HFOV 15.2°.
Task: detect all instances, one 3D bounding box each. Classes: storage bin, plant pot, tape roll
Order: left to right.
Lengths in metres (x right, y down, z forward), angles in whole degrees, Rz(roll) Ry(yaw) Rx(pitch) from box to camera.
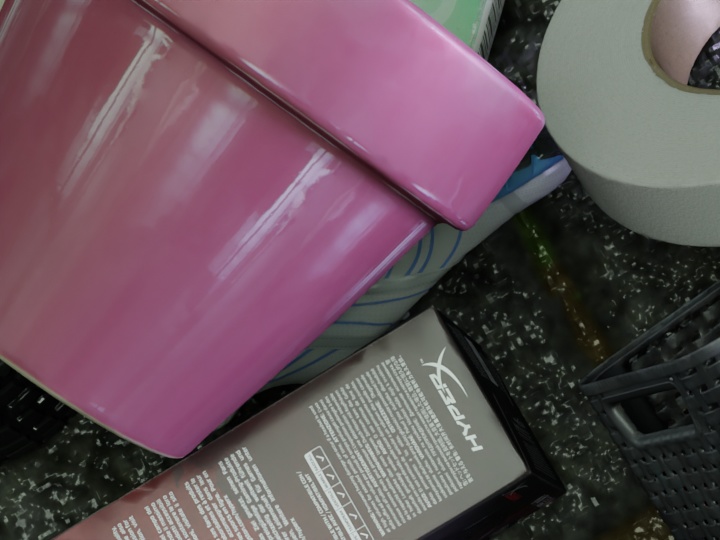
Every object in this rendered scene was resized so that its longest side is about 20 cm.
[{"bbox_3d":[-0.064,-0.041,0.963,0.200,0.200,0.179,36,92,12],"label":"plant pot"},{"bbox_3d":[0.163,-0.095,1.025,0.202,0.037,0.203,-22,38,19],"label":"tape roll"},{"bbox_3d":[0.196,0.023,0.984,0.200,0.135,0.094,-33,92,-17],"label":"storage bin"}]

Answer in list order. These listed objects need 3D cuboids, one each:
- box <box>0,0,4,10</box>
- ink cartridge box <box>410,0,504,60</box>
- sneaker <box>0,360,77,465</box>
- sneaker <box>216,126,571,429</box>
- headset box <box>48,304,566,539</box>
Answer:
[{"bbox_3d":[-0.194,-0.075,1.099,0.199,0.068,0.083,11,76,28],"label":"box"},{"bbox_3d":[-0.030,-0.159,1.110,0.199,0.050,0.162,13,73,9],"label":"ink cartridge box"},{"bbox_3d":[-0.134,-0.002,1.121,0.200,0.076,0.088,-46,63,-2],"label":"sneaker"},{"bbox_3d":[0.000,0.000,1.096,0.199,0.075,0.087,-25,122,-8],"label":"sneaker"},{"bbox_3d":[-0.028,0.102,1.039,0.199,0.149,0.075,-31,79,4],"label":"headset box"}]
